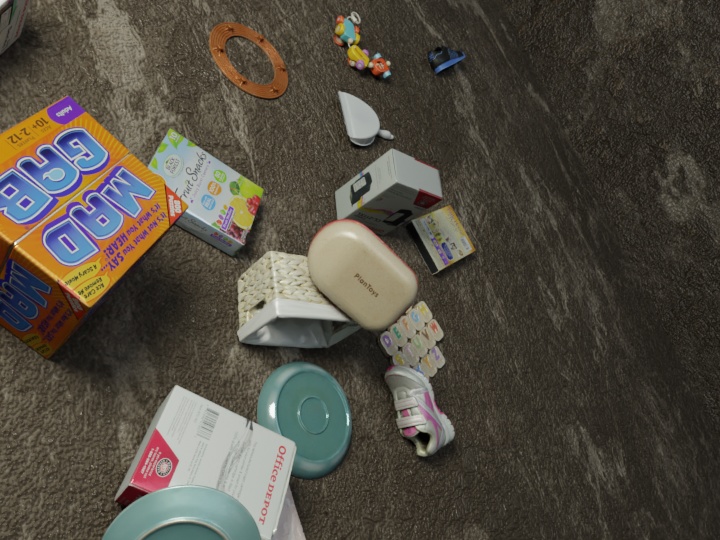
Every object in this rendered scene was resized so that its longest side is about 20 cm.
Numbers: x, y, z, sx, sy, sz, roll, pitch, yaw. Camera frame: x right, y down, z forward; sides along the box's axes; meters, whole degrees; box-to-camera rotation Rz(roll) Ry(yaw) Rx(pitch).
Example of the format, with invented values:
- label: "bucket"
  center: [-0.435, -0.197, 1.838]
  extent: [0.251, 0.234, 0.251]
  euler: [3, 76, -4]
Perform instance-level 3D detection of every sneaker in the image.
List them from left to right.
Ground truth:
- label: "sneaker"
  center: [0.109, 0.280, 1.071]
  extent: [0.201, 0.081, 0.088]
  euler: [56, 40, -2]
- label: "sneaker"
  center: [0.295, -0.735, 1.853]
  extent: [0.078, 0.070, 0.200]
  euler: [58, 42, -9]

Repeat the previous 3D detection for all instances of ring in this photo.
- label: "ring"
  center: [-0.246, -0.478, 1.221]
  extent: [0.199, 0.019, 0.203]
  euler: [24, 52, -33]

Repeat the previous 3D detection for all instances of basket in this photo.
- label: "basket"
  center: [-0.107, 0.055, 0.957]
  extent: [0.198, 0.135, 0.125]
  euler: [10, 58, -41]

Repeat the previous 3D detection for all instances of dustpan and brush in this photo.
- label: "dustpan and brush"
  center: [0.022, -0.374, 1.401]
  extent: [0.198, 0.057, 0.141]
  euler: [1, 67, -36]

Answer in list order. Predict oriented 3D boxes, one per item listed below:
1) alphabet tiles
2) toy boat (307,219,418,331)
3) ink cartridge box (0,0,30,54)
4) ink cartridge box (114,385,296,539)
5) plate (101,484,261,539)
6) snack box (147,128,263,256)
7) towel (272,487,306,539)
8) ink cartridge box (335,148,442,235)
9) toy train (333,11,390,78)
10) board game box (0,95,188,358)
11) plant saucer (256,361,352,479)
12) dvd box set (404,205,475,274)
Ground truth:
- label: "alphabet tiles"
  center: [0.115, 0.148, 1.205]
  extent: [0.199, 0.015, 0.197]
  euler: [-32, 90, -48]
- label: "toy boat"
  center: [0.000, 0.000, 0.932]
  extent: [0.200, 0.131, 0.131]
  euler: [43, 8, -13]
- label: "ink cartridge box"
  center: [-0.553, -0.352, 0.757]
  extent: [0.084, 0.144, 0.202]
  euler: [33, 47, -26]
- label: "ink cartridge box"
  center: [-0.204, 0.275, 0.744]
  extent: [0.199, 0.083, 0.146]
  euler: [32, 40, -16]
- label: "plate"
  center: [-0.218, 0.361, 0.657]
  extent: [0.197, 0.026, 0.203]
  euler: [-2, 97, -13]
- label: "snack box"
  center: [-0.281, -0.136, 0.961]
  extent: [0.199, 0.053, 0.144]
  euler: [32, 47, -26]
- label: "towel"
  center: [-0.155, 0.419, 0.773]
  extent: [0.190, 0.032, 0.202]
  euler: [-7, 71, -45]
- label: "ink cartridge box"
  center: [0.059, -0.165, 1.196]
  extent: [0.144, 0.199, 0.084]
  euler: [12, 61, -38]
- label: "toy train"
  center: [-0.002, -0.615, 1.513]
  extent: [0.201, 0.055, 0.150]
  euler: [58, 40, -5]
- label: "board game box"
  center: [-0.390, -0.050, 0.696]
  extent: [0.200, 0.199, 0.201]
  euler: [43, 44, -15]
- label: "plant saucer"
  center: [-0.087, 0.253, 0.941]
  extent: [0.199, 0.027, 0.202]
  euler: [24, 52, -34]
- label: "dvd box set"
  center: [0.213, -0.085, 1.421]
  extent: [0.199, 0.029, 0.148]
  euler: [-26, 85, -47]
